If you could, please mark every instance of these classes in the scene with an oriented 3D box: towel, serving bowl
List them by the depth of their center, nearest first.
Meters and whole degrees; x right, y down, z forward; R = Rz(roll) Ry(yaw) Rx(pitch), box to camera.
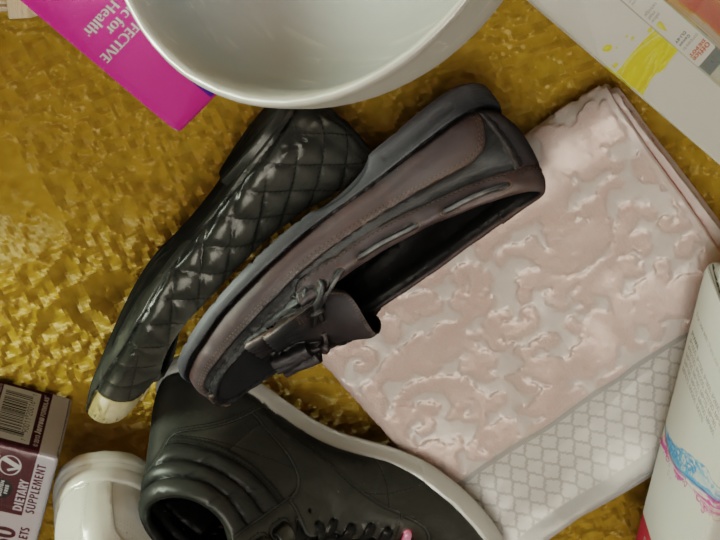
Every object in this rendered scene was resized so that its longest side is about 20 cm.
[{"bbox_3d":[-0.003,-0.156,0.909,0.200,0.201,0.066,-44,151,21],"label":"serving bowl"},{"bbox_3d":[0.094,0.032,1.164,0.199,0.032,0.191,-34,112,16],"label":"towel"}]

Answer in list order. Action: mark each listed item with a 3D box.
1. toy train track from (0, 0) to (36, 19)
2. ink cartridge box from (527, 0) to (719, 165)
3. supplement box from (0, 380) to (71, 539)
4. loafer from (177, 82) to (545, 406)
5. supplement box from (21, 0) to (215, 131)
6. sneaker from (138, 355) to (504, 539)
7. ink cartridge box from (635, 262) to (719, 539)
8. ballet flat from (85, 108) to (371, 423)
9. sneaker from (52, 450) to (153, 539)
[{"bbox_3d":[-0.240,-0.123,1.083,0.198,0.033,0.116,-3,118,1],"label":"toy train track"},{"bbox_3d":[0.123,-0.141,1.008,0.200,0.145,0.083,39,110,-18],"label":"ink cartridge box"},{"bbox_3d":[-0.255,0.097,1.184,0.198,0.061,0.109,15,117,-6],"label":"supplement box"},{"bbox_3d":[0.000,0.000,1.100,0.200,0.072,0.063,-43,70,10],"label":"loafer"},{"bbox_3d":[-0.116,-0.173,1.018,0.200,0.104,0.101,39,111,-20],"label":"supplement box"},{"bbox_3d":[-0.025,0.129,1.167,0.199,0.100,0.071,28,139,-10],"label":"sneaker"},{"bbox_3d":[0.223,0.099,1.144,0.146,0.086,0.201,0,127,-10],"label":"ink cartridge box"},{"bbox_3d":[-0.069,0.003,1.129,0.057,0.067,0.200,33,113,-14],"label":"ballet flat"},{"bbox_3d":[-0.123,0.189,1.202,0.075,0.089,0.201,-8,133,1],"label":"sneaker"}]
